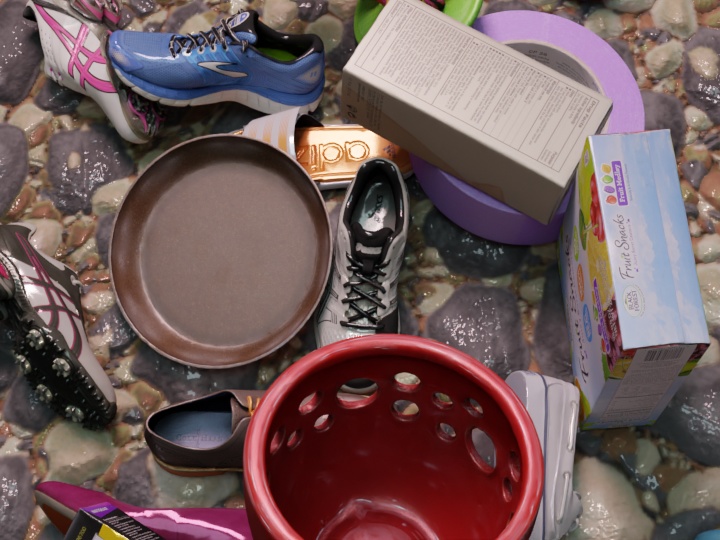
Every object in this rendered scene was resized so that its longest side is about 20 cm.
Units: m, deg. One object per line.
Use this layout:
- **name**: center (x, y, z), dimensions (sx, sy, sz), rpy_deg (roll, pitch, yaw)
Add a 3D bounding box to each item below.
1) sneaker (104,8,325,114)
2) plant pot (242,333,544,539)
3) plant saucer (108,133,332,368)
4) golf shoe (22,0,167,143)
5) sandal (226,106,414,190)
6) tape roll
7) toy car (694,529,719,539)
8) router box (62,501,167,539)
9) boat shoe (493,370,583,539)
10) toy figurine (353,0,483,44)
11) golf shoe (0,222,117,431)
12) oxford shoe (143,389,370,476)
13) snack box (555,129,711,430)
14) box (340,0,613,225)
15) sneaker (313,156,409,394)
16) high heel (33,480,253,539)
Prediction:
- **sneaker**: center (-0.126, -0.198, 1.034), dimensions (0.199, 0.089, 0.079), rpy_deg (2, 47, -15)
- **plant pot**: center (0.016, 0.176, 0.821), dimensions (0.200, 0.183, 0.201), rpy_deg (3, 47, -4)
- **plant saucer**: center (-0.117, -0.015, 0.991), dimensions (0.199, 0.032, 0.201), rpy_deg (-2, 81, 12)
- **golf shoe**: center (-0.248, -0.194, 1.088), dimensions (0.092, 0.073, 0.200), rpy_deg (-36, 71, 22)
- **sandal**: center (-0.047, -0.112, 1.036), dimensions (0.206, 0.059, 0.079), rpy_deg (-7, 66, 0)
- **tape roll**: center (0.143, -0.126, 1.019), dimensions (0.199, 0.066, 0.201), rpy_deg (1, 68, -3)
- **toy car**: center (0.323, 0.260, 0.775), dimensions (0.176, 0.200, 0.185), rpy_deg (5, 66, -1)
- **router box**: center (-0.180, 0.293, 0.840), dimensions (0.149, 0.051, 0.200), rpy_deg (28, 93, 15)
- **boat shoe**: center (0.140, 0.179, 0.895), dimensions (0.065, 0.074, 0.201), rpy_deg (11, 79, -18)
- **toy figurine**: center (-0.008, -0.286, 1.001), dimensions (0.150, 0.184, 0.200), rpy_deg (-51, 36, 14)
- **golf shoe**: center (-0.257, 0.040, 0.974), dimensions (0.200, 0.077, 0.088), rpy_deg (51, 46, 4)
- **oxford shoe**: center (-0.074, 0.128, 0.927), dimensions (0.199, 0.073, 0.072), rpy_deg (-8, 66, 0)
- **snack box**: center (0.201, 0.015, 0.891), dimensions (0.067, 0.200, 0.169), rpy_deg (-4, 66, 1)
- **box**: center (0.091, -0.131, 0.941), dimensions (0.200, 0.078, 0.095), rpy_deg (31, 70, 9)
- **sneaker**: center (0.000, 0.000, 0.967), dimensions (0.075, 0.088, 0.201), rpy_deg (4, 74, 2)
- **high heel**: center (-0.157, 0.197, 0.920), dimensions (0.200, 0.068, 0.096), rpy_deg (27, 51, 13)
